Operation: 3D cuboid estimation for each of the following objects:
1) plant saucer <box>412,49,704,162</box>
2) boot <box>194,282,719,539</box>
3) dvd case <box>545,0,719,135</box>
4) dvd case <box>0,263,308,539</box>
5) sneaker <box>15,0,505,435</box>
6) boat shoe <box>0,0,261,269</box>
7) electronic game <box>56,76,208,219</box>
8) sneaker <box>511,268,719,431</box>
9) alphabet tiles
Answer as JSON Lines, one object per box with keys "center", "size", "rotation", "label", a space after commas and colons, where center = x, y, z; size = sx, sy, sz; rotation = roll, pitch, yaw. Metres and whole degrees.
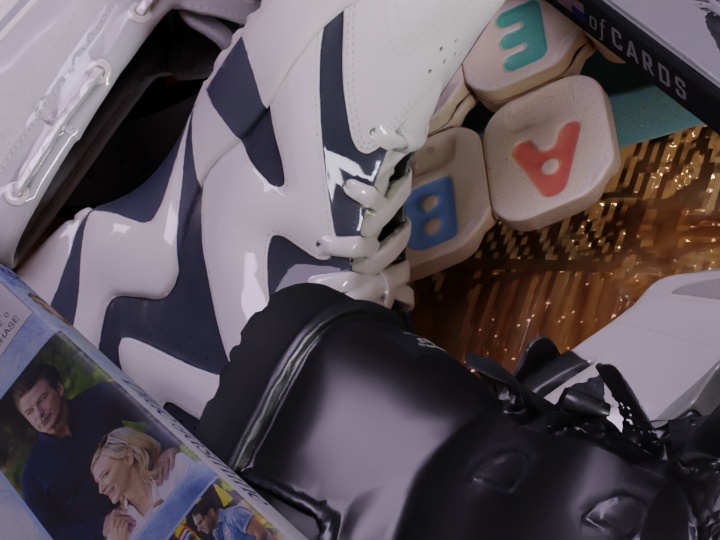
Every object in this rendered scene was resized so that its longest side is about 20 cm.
{"center": [0.082, -0.070, 0.868], "size": [0.200, 0.019, 0.070], "rotation": [-16, 48, 18], "label": "plant saucer"}
{"center": [0.015, 0.106, 0.658], "size": [0.162, 0.073, 0.198], "rotation": [24, 93, 40], "label": "boot"}
{"center": [0.124, -0.109, 0.826], "size": [0.150, 0.025, 0.200], "rotation": [-32, 52, -21], "label": "dvd case"}
{"center": [-0.080, 0.098, 0.677], "size": [0.200, 0.018, 0.143], "rotation": [38, 95, 43], "label": "dvd case"}
{"center": [0.000, 0.000, 0.787], "size": [0.199, 0.079, 0.130], "rotation": [-43, 77, 13], "label": "sneaker"}
{"center": [-0.063, -0.082, 0.833], "size": [0.069, 0.072, 0.200], "rotation": [37, 60, 8], "label": "boat shoe"}
{"center": [-0.058, -0.104, 0.917], "size": [0.200, 0.042, 0.200], "rotation": [-16, 52, 22], "label": "electronic game"}
{"center": [0.072, 0.050, 0.747], "size": [0.200, 0.074, 0.089], "rotation": [-26, 23, 17], "label": "sneaker"}
{"center": [0.013, -0.076, 0.885], "size": [0.200, 0.015, 0.196], "rotation": [-22, 46, 18], "label": "alphabet tiles"}
